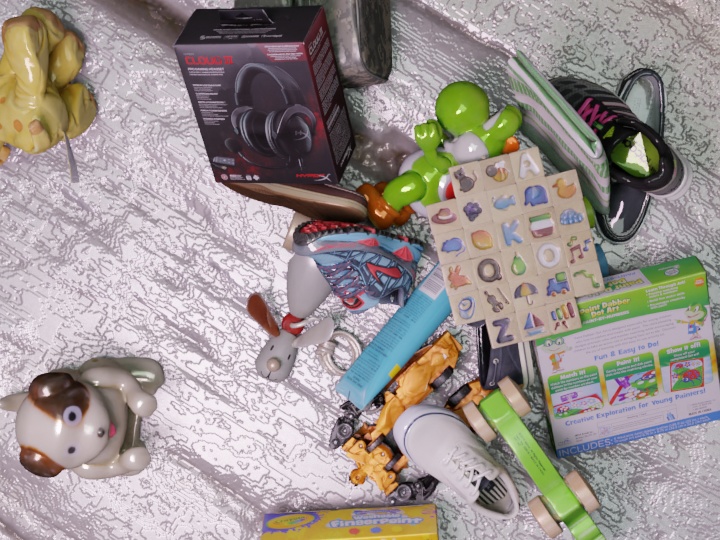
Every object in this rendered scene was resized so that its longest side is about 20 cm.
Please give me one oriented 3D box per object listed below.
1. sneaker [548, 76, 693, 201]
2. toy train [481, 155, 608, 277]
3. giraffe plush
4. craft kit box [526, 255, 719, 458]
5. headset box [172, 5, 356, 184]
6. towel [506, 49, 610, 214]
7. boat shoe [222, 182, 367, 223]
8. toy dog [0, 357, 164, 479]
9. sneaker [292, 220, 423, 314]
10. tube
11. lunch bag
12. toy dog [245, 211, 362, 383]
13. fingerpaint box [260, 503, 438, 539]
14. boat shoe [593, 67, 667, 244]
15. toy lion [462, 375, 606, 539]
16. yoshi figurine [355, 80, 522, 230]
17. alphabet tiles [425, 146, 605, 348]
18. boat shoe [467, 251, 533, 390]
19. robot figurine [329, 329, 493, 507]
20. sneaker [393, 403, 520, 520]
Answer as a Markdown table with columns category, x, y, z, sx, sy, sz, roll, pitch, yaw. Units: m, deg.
| category | x | y | z | sx | sy | sz | roll | pitch | yaw |
| --- | --- | --- | --- | --- | --- | --- | --- | --- | --- |
| sneaker | 0.271 | -0.149 | 1.594 | 0.200 | 0.087 | 0.074 | 41 | 102 | 17 |
| toy train | 0.207 | -0.054 | 1.629 | 0.115 | 0.085 | 0.201 | -20 | 119 | -9 |
| giraffe plush | -0.401 | -0.181 | 1.639 | 0.161 | 0.173 | 0.201 | -9 | 75 | 14 |
| craft kit box | 0.294 | 0.099 | 1.637 | 0.199 | 0.049 | 0.198 | -13 | 121 | 1 |
| headset box | -0.101 | -0.192 | 1.554 | 0.148 | 0.077 | 0.201 | 2 | 132 | 18 |
| towel | 0.214 | -0.143 | 1.577 | 0.023 | 0.200 | 0.153 | -39 | 72 | -3 |
| boat shoe | -0.070 | -0.106 | 1.641 | 0.199 | 0.072 | 0.072 | 16 | 78 | 37 |
| toy dog | -0.314 | 0.157 | 1.622 | 0.193 | 0.200 | 0.140 | 20 | 92 | 1 |
| sneaker | 0.000 | 0.000 | 1.598 | 0.079 | 0.200 | 0.096 | 7 | 87 | 40 |
| tube | 0.050 | 0.070 | 1.663 | 0.200 | 0.077 | 0.050 | -48 | 111 | -7 |
| lunch bag | -0.061 | -0.293 | 1.634 | 0.167 | 0.139 | 0.201 | -3 | 92 | 19 |
| toy dog | -0.062 | 0.031 | 1.660 | 0.131 | 0.096 | 0.201 | 2 | 92 | 2 |
| fingerpaint box | -0.007 | 0.358 | 1.661 | 0.199 | 0.073 | 0.168 | -3 | 109 | 2 |
| boat shoe | 0.303 | -0.129 | 1.659 | 0.075 | 0.060 | 0.201 | 4 | 92 | 1 |
| toy lion | 0.204 | 0.226 | 1.622 | 0.069 | 0.192 | 0.200 | -36 | 70 | 3 |
| yoshi figurine | 0.082 | -0.137 | 1.628 | 0.200 | 0.113 | 0.112 | -36 | 132 | 21 |
| alphabet tiles | 0.166 | -0.024 | 1.573 | 0.166 | 0.006 | 0.201 | -14 | 91 | 2 |
| boat shoe | 0.143 | 0.041 | 1.625 | 0.062 | 0.075 | 0.201 | -13 | 101 | -8 |
| robot figurine | 0.062 | 0.173 | 1.681 | 0.200 | 0.058 | 0.145 | -44 | 90 | 2 |
| sneaker | 0.115 | 0.212 | 1.620 | 0.200 | 0.071 | 0.073 | 38 | 90 | -39 |
